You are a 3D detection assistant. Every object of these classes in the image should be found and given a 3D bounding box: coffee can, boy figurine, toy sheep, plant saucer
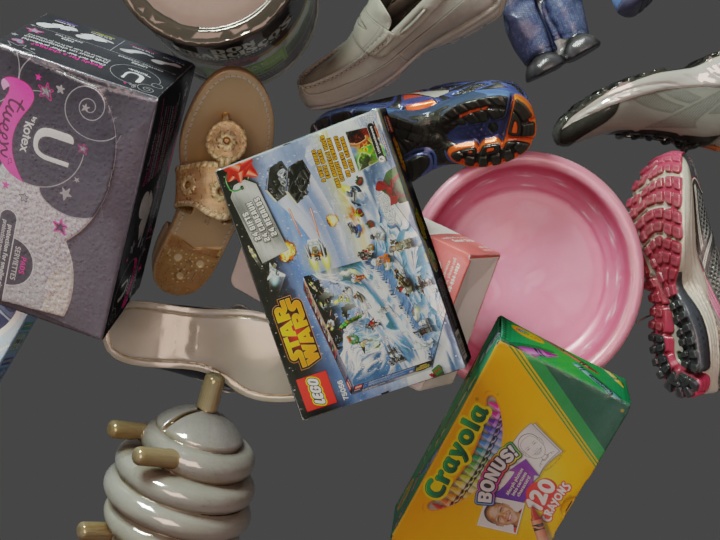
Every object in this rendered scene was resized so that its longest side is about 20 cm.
[{"bbox_3d":[-0.108,-0.233,1.038,0.144,0.200,0.149,0,89,1],"label":"coffee can"},{"bbox_3d":[0.137,-0.266,1.104,0.123,0.064,0.203,-23,91,4],"label":"boy figurine"},{"bbox_3d":[-0.149,0.179,1.067,0.136,0.138,0.203,22,103,1],"label":"toy sheep"},{"bbox_3d":[0.136,0.003,1.105,0.197,0.051,0.204,0,90,1],"label":"plant saucer"}]

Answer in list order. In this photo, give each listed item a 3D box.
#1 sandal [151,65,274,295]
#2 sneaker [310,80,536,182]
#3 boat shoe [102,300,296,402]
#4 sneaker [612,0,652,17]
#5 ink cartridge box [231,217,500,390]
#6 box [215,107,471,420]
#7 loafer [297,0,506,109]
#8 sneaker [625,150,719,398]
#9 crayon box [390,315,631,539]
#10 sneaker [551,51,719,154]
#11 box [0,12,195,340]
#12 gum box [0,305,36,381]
[{"bbox_3d":[-0.116,-0.052,1.052,0.077,0.070,0.214,10,124,-22],"label":"sandal"},{"bbox_3d":[0.053,-0.118,1.102,0.197,0.079,0.076,-3,116,16],"label":"sneaker"},{"bbox_3d":[-0.116,0.066,1.103,0.197,0.062,0.076,6,91,3],"label":"boat shoe"},{"bbox_3d":[0.253,-0.306,1.100,0.082,0.074,0.202,29,82,3],"label":"sneaker"},{"bbox_3d":[0.000,0.000,1.068,0.198,0.067,0.118,27,104,25],"label":"ink cartridge box"},{"bbox_3d":[-0.012,-0.004,0.988,0.135,0.040,0.203,-18,94,14],"label":"box"},{"bbox_3d":[0.026,-0.202,1.081,0.198,0.070,0.070,-30,121,17],"label":"loafer"},{"bbox_3d":[0.275,0.001,1.097,0.074,0.080,0.203,-9,91,-24],"label":"sneaker"},{"bbox_3d":[0.119,0.153,1.066,0.117,0.058,0.202,26,109,-2],"label":"crayon box"},{"bbox_3d":[0.258,-0.131,1.096,0.197,0.074,0.081,-14,94,1],"label":"sneaker"},{"bbox_3d":[-0.222,-0.073,1.006,0.130,0.115,0.203,18,111,0],"label":"box"},{"bbox_3d":[-0.351,-0.002,1.116,0.169,0.045,0.202,31,90,1],"label":"gum box"}]
